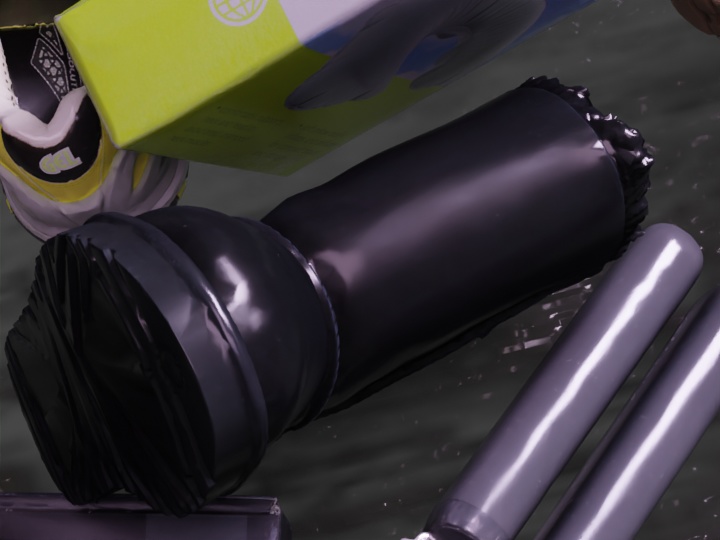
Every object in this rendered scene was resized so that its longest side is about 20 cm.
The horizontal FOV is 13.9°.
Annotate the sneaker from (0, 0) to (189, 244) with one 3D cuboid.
[{"bbox_3d":[-0.088,-0.108,0.850,0.075,0.076,0.200,-14,76,1],"label":"sneaker"}]

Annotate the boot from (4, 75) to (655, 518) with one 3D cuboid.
[{"bbox_3d":[0.001,0.001,0.754,0.162,0.198,0.073,-24,88,-17],"label":"boot"}]

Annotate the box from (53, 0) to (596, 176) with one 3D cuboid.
[{"bbox_3d":[0.032,-0.093,0.788,0.200,0.122,0.048,-29,78,18],"label":"box"}]

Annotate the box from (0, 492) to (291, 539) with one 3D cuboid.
[{"bbox_3d":[-0.100,0.161,0.803,0.159,0.046,0.200,1,77,3],"label":"box"}]

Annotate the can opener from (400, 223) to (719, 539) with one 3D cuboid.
[{"bbox_3d":[0.040,0.075,0.813,0.053,0.066,0.200,38,73,-4],"label":"can opener"}]

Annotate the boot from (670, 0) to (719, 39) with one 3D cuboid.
[{"bbox_3d":[0.197,-0.113,0.816,0.200,0.072,0.166,28,77,34],"label":"boot"}]
